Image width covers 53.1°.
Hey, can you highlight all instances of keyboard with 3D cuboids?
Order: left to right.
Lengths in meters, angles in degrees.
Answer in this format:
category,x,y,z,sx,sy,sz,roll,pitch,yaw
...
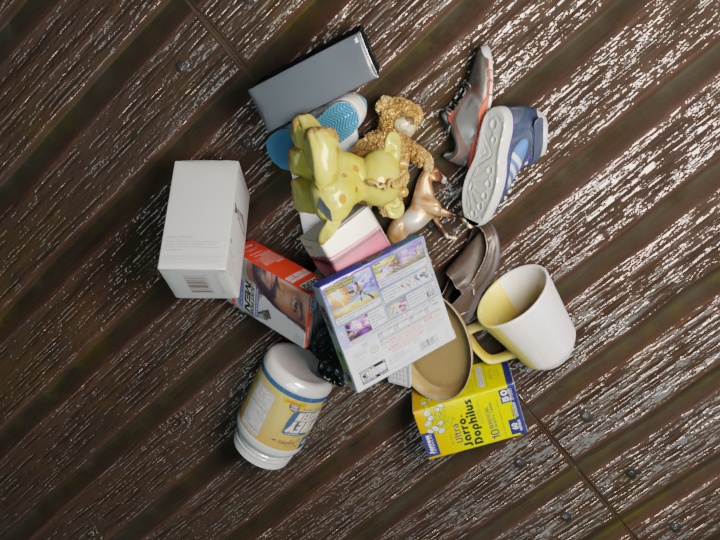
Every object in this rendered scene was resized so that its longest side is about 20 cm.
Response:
category,x,y,z,sx,sy,sz,roll,pitch,yaw
keyboard,0.069,0.118,1.356,0.055,0.011,0.206,6,105,36

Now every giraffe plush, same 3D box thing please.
category,x,y,z,sx,sy,sz,roll,pitch,yaw
giraffe plush,-0.010,-0.149,1.116,0.158,0.202,0.175,-12,138,-21

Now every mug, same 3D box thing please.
category,x,y,z,sx,sy,sz,roll,pitch,yaw
mug,0.301,0.097,1.314,0.154,0.185,0.151,48,64,-22

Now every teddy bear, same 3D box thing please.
category,x,y,z,sx,sy,sz,roll,pitch,yaw
teddy bear,0.051,-0.191,1.229,0.143,0.067,0.202,33,99,-10

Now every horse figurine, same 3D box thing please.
category,x,y,z,sx,sy,sz,roll,pitch,yaw
horse figurine,0.104,-0.076,1.291,0.132,0.050,0.200,43,106,-12

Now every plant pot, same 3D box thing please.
category,x,y,z,sx,sy,sz,roll,pitch,yaw
plant pot,0.134,0.136,1.320,0.197,0.027,0.206,18,115,44

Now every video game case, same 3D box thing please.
category,x,y,z,sx,sy,sz,roll,pitch,yaw
video game case,0.041,0.067,1.167,0.196,0.045,0.186,-25,105,-19

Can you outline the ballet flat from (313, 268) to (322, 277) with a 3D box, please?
category,x,y,z,sx,sy,sz,roll,pitch,yaw
ballet flat,-0.009,0.064,1.339,0.200,0.068,0.070,43,101,-12

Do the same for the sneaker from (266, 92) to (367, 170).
category,x,y,z,sx,sy,sz,roll,pitch,yaw
sneaker,-0.072,-0.231,1.208,0.196,0.081,0.078,-19,110,30

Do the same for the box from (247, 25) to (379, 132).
category,x,y,z,sx,sy,sz,roll,pitch,yaw
box,-0.071,-0.313,1.168,0.196,0.142,0.080,-24,107,12

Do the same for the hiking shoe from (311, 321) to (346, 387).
category,x,y,z,sx,sy,sz,roll,pitch,yaw
hiking shoe,-0.041,0.124,1.262,0.073,0.088,0.202,21,149,6

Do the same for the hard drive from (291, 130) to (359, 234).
category,x,y,z,sx,sy,sz,roll,pitch,yaw
hard drive,-0.055,-0.162,1.281,0.128,0.027,0.205,-9,108,6

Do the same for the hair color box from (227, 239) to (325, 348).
category,x,y,z,sx,sy,sz,roll,pitch,yaw
hair color box,-0.149,0.039,1.280,0.197,0.063,0.114,26,123,29

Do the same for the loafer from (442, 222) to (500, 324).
category,x,y,z,sx,sy,sz,roll,pitch,yaw
loafer,0.190,0.008,1.293,0.069,0.073,0.205,6,112,-27

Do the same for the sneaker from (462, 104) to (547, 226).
category,x,y,z,sx,sy,sz,roll,pitch,yaw
sneaker,0.256,-0.173,1.208,0.143,0.080,0.206,-3,113,-36

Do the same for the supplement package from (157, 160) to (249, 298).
category,x,y,z,sx,sy,sz,roll,pitch,yaw
supplement package,-0.260,-0.069,1.222,0.114,0.118,0.205,0,65,3

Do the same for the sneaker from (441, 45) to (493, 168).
category,x,y,z,sx,sy,sz,roll,pitch,yaw
sneaker,0.176,-0.272,1.207,0.079,0.077,0.206,9,109,7

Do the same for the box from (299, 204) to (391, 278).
category,x,y,z,sx,sy,sz,roll,pitch,yaw
box,0.000,0.000,1.238,0.108,0.127,0.203,-35,107,-14

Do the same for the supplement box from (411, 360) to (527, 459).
category,x,y,z,sx,sy,sz,roll,pitch,yaw
supplement box,0.205,0.260,1.373,0.195,0.110,0.111,-18,108,10

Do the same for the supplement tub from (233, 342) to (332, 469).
category,x,y,z,sx,sy,sz,roll,pitch,yaw
supplement tub,-0.150,0.258,1.373,0.142,0.145,0.203,25,110,-6
